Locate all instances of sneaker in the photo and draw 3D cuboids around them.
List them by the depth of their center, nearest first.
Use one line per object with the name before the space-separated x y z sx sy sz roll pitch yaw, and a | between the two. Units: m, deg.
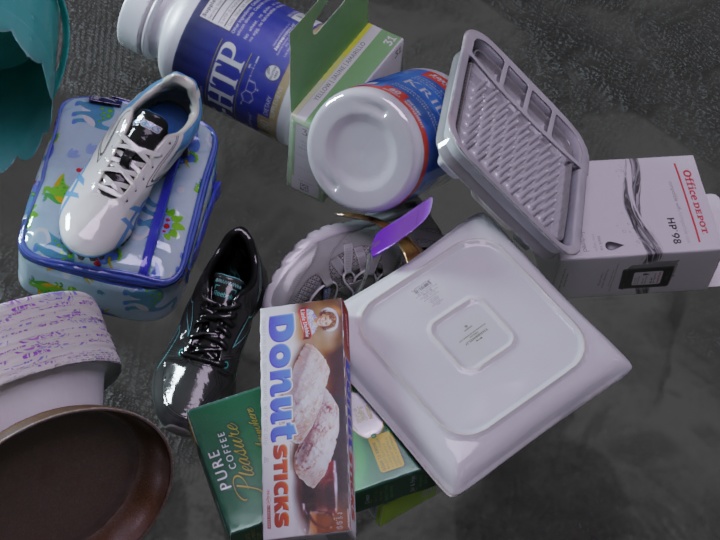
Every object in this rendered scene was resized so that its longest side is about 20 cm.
sneaker | -0.201 -0.094 1.618 0.072 0.073 0.200 26 58 5
sneaker | -0.132 0.050 1.618 0.075 0.079 0.201 14 55 2
sneaker | 0.000 0.000 1.673 0.200 0.075 0.082 -30 62 -26

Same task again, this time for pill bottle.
pill bottle | 0.041 -0.124 1.696 0.112 0.113 0.200 31 24 14
pill bottle | -0.125 -0.213 1.781 0.199 0.120 0.120 27 55 12

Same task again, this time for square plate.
square plate | 0.090 0.060 1.546 0.200 0.028 0.198 -33 65 -21

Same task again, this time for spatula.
spatula | -0.005 0.014 1.611 0.021 0.200 0.057 35 21 -9

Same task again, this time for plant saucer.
plant saucer | -0.240 0.175 1.443 0.199 0.201 0.032 -21 47 -21

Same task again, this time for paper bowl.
paper bowl | -0.286 0.104 1.484 0.200 0.201 0.105 -20 79 -20

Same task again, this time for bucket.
bucket | -0.366 -0.202 1.696 0.206 0.208 0.135 5 49 -4

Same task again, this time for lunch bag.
lunch bag | -0.214 -0.059 1.685 0.160 0.083 0.201 14 55 -1

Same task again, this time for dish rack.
dish rack | 0.129 -0.106 1.647 0.172 0.043 0.200 44 31 -20

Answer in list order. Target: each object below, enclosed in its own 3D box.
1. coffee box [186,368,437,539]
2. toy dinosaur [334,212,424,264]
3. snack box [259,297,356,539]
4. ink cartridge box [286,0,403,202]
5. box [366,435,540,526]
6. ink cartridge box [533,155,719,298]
coffee box | -0.032 0.143 1.535 0.199 0.044 0.123 -19 61 -10
toy dinosaur | 0.063 0.010 1.615 0.106 0.060 0.201 -9 61 -22
snack box | -0.043 0.121 1.496 0.071 0.024 0.201 -8 63 11
ink cartridge box | -0.013 -0.180 1.723 0.048 0.200 0.146 27 55 15
box | 0.067 0.120 1.613 0.199 0.048 0.122 -26 62 -23
ink cartridge box | 0.262 -0.043 1.745 0.199 0.067 0.116 -4 54 -10
